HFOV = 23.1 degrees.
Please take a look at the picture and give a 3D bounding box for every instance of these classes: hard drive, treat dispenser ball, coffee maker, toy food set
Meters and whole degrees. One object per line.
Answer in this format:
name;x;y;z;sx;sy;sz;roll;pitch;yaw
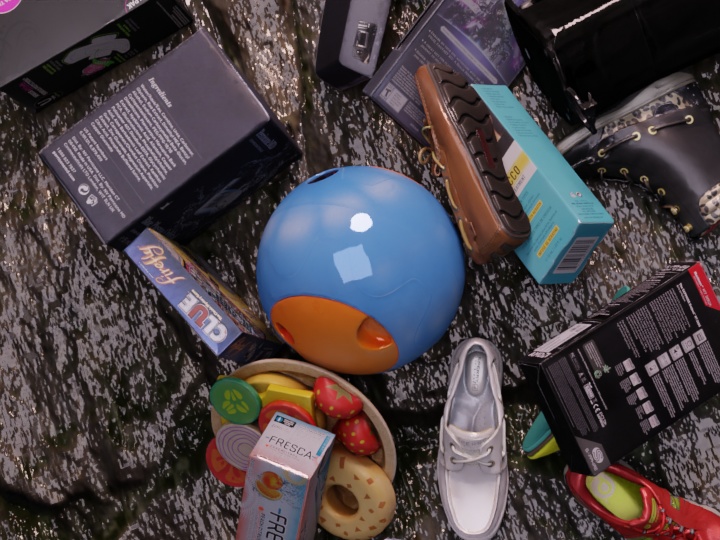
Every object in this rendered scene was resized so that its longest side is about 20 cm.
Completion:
hard drive;0.001;-0.285;1.753;0.042;0.135;0.200;13;86;-15
treat dispenser ball;0.000;0.000;1.686;0.200;0.201;0.201;-1;83;8
coffee maker;0.265;-0.227;1.681;0.200;0.135;0.192;-27;56;-1
toy food set;-0.060;0.171;1.705;0.198;0.049;0.200;9;127;19

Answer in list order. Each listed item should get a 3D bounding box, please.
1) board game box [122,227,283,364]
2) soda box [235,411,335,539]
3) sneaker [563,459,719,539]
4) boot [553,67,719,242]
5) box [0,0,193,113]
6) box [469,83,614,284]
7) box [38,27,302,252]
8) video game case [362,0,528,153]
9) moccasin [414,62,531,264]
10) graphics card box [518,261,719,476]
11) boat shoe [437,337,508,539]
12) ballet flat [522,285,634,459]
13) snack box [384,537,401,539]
board game box;-0.149;0.030;1.705;0.035;0.200;0.136;-44;79;2
soda box;-0.077;0.233;1.681;0.063;0.200;0.068;21;42;10
sneaker;0.280;0.240;1.677;0.200;0.085;0.077;28;89;11
boot;0.274;-0.086;1.724;0.203;0.073;0.154;-34;83;5
box;-0.301;-0.280;1.803;0.200;0.124;0.149;-30;80;3
box;0.155;-0.085;1.691;0.200;0.049;0.082;55;130;33
box;-0.180;-0.114;1.728;0.200;0.197;0.118;-38;81;2
video game case;0.105;-0.217;1.736;0.200;0.143;0.019;-53;45;-1
moccasin;0.095;-0.103;1.673;0.078;0.074;0.202;-32;77;37
graphics card box;0.260;0.091;1.663;0.200;0.051;0.126;-31;103;-20
boat shoe;0.107;0.164;1.719;0.071;0.069;0.200;-2;84;6
ballet flat;0.237;0.110;1.714;0.067;0.067;0.200;33;87;-11
snack box;0.078;0.377;1.700;0.168;0.068;0.200;14;84;10
